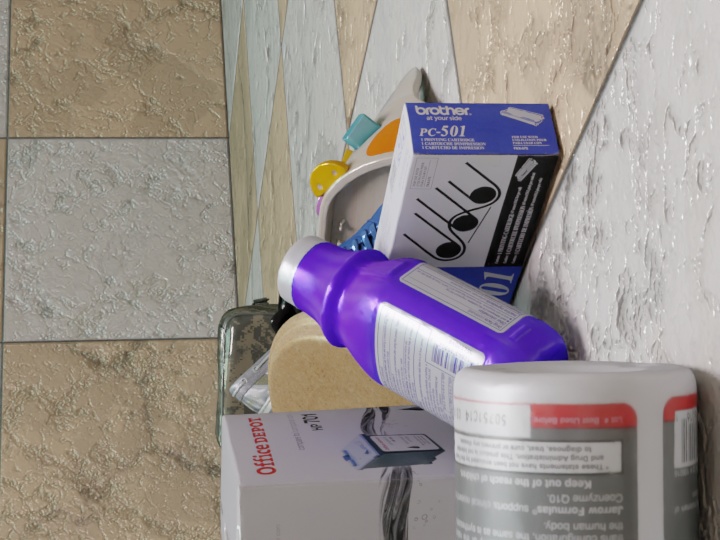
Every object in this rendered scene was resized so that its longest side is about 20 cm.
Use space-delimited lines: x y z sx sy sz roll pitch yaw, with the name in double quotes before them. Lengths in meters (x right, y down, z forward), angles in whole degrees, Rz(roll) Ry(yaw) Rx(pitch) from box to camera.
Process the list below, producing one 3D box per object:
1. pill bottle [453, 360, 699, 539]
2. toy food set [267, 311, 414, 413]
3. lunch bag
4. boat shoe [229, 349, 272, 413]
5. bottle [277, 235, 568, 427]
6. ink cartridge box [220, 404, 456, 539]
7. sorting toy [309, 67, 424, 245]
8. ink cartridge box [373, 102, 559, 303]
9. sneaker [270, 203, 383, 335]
"pill bottle" 0.100 0.145 0.720 0.114 0.112 0.203 176 93 -81
"toy food set" 0.012 0.112 1.153 0.201 0.049 0.198 53 142 0
"lunch bag" -0.123 0.139 2.038 0.168 0.137 0.203 -171 81 -80
"boat shoe" -0.074 0.077 1.742 0.203 0.064 0.075 -59 3 -32
"bottle" 0.034 0.037 0.957 0.199 0.065 0.084 27 136 35
"ink cartridge box" 0.014 0.146 0.990 0.146 0.197 0.087 -128 38 -74
"sorting toy" 0.023 -0.077 1.324 0.181 0.105 0.202 -72 -8 -49
"ink cartridge box" 0.061 -0.026 1.013 0.201 0.093 0.045 102 165 -52
"sneaker" 0.001 0.001 1.193 0.200 0.110 0.077 -50 60 45
